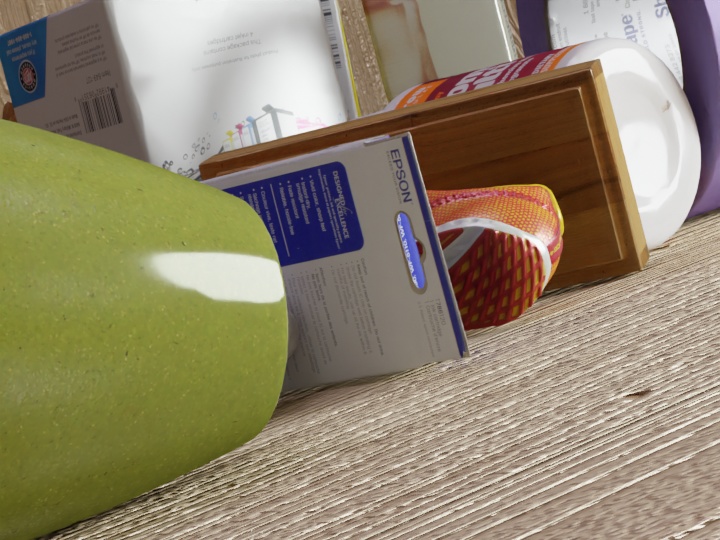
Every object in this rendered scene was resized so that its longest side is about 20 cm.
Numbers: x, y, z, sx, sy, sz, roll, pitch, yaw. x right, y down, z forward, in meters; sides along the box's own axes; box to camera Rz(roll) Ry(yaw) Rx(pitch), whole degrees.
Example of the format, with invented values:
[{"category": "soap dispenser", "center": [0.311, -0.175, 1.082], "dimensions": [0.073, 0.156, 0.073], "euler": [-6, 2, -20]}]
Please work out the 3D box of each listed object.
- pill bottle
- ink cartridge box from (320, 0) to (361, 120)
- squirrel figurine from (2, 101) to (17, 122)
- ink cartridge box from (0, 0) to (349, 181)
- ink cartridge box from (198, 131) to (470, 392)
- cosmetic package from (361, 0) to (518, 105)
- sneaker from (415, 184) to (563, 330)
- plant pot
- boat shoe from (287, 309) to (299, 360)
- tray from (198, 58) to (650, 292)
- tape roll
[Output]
[{"category": "pill bottle", "center": [0.071, -0.052, 1.330], "dimensions": [0.109, 0.110, 0.199], "euler": [-20, 7, -41]}, {"category": "ink cartridge box", "center": [-0.019, -0.098, 1.624], "dimensions": [0.047, 0.199, 0.200], "euler": [-12, 6, 3]}, {"category": "squirrel figurine", "center": [-0.135, -0.055, 1.619], "dimensions": [0.185, 0.201, 0.142], "euler": [-2, 37, -11]}, {"category": "ink cartridge box", "center": [-0.099, -0.065, 1.486], "dimensions": [0.144, 0.201, 0.147], "euler": [-16, 4, -34]}, {"category": "ink cartridge box", "center": [-0.029, 0.001, 1.111], "dimensions": [0.199, 0.100, 0.039], "euler": [-10, 6, 42]}, {"category": "cosmetic package", "center": [0.059, -0.121, 1.614], "dimensions": [0.087, 0.201, 0.103], "euler": [-14, 5, 7]}, {"category": "sneaker", "center": [0.000, 0.000, 1.184], "dimensions": [0.199, 0.073, 0.077], "euler": [-2, 22, 18]}, {"category": "plant pot", "center": [-0.134, 0.023, 0.905], "dimensions": [0.199, 0.188, 0.187], "euler": [-2, -2, -29]}, {"category": "boat shoe", "center": [-0.119, 0.048, 1.099], "dimensions": [0.199, 0.072, 0.068], "euler": [-26, -27, 18]}, {"category": "tray", "center": [0.030, -0.029, 1.226], "dimensions": [0.199, 0.099, 0.037], "euler": [-13, 9, 15]}, {"category": "tape roll", "center": [0.170, -0.131, 1.373], "dimensions": [0.085, 0.201, 0.200], "euler": [-18, 5, -23]}]
